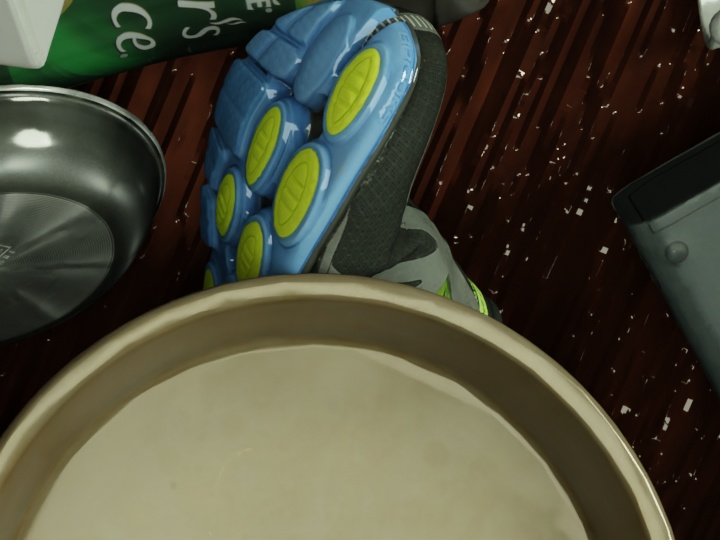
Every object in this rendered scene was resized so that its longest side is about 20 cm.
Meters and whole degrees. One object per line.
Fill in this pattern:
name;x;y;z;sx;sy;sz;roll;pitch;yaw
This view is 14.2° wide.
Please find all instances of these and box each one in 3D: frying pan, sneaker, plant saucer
frying pan;-0.124;-0.025;0.784;0.115;0.190;0.031;-26;59;13
sneaker;0.000;0.001;0.811;0.083;0.071;0.200;-8;136;-15
plant saucer;-0.013;0.101;0.754;0.200;0.029;0.200;0;87;-9

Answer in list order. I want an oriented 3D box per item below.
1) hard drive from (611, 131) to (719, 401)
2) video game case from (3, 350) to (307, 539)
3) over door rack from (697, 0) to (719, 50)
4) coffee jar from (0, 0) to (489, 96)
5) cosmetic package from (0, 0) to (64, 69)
hard drive;0.180;0.029;0.847;0.139;0.033;0.200;-30;113;3
video game case;-0.088;0.123;0.764;0.200;0.017;0.143;-30;94;-14
over door rack;0.159;-0.168;0.815;0.147;0.067;0.200;-7;101;-2
coffee jar;-0.066;-0.102;0.803;0.200;0.085;0.104;-11;113;-1
cosmetic package;-0.108;-0.155;0.736;0.101;0.071;0.200;7;59;10
